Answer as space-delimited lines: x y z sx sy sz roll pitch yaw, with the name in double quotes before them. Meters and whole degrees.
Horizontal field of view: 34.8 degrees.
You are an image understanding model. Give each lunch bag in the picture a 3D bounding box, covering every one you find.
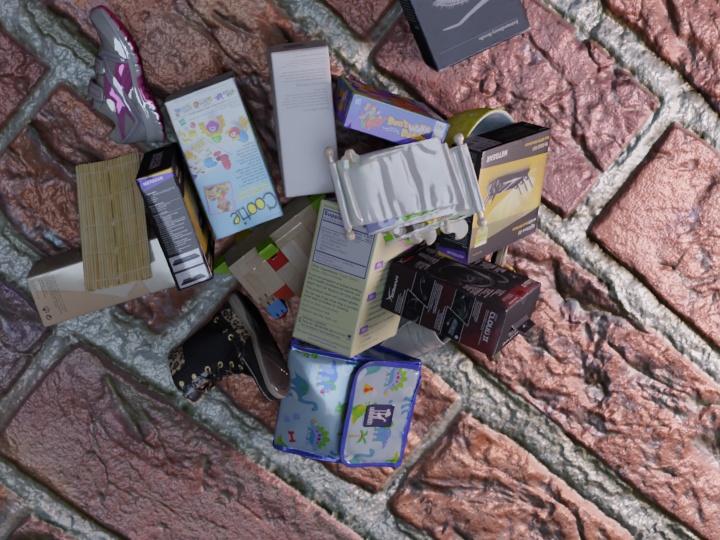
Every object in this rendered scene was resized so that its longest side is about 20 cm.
"lunch bag" -0.018 0.193 1.703 0.197 0.128 0.172 12 105 2

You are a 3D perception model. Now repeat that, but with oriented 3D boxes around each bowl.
"bowl" 0.133 -0.142 1.643 0.107 0.199 0.203 19 106 31

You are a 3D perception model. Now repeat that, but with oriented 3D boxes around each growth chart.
"growth chart" 0.060 -0.102 1.492 0.197 0.018 0.147 -8 104 5

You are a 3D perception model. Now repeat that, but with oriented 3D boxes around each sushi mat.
"sushi mat" -0.345 -0.068 1.600 0.094 0.012 0.202 -10 67 -1

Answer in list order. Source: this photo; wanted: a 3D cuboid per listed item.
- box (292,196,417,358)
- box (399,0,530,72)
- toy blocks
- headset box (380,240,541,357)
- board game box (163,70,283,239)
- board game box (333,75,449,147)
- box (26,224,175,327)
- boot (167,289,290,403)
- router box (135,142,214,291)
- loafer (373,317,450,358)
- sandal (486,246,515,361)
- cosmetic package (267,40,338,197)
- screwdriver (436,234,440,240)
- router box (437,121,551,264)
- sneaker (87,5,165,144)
"box" 0.000 0.000 1.631 0.096 0.176 0.202 19 105 20
"box" 0.126 -0.397 1.587 0.147 0.104 0.202 -23 107 -1
"toy blocks" -0.098 -0.011 1.679 0.199 0.100 0.137 -37 118 4
"headset box" 0.152 0.038 1.619 0.198 0.149 0.078 24 114 20
"board game box" -0.190 -0.163 1.611 0.104 0.103 0.202 -19 106 -2
"board game box" 0.036 -0.214 1.575 0.133 0.200 0.045 16 103 -11
"box" -0.364 0.004 1.641 0.198 0.095 0.079 -17 107 -1
"boot" -0.192 0.141 1.661 0.150 0.201 0.073 -37 142 9
"router box" -0.250 -0.078 1.569 0.052 0.200 0.159 -19 107 -1
"loafer" 0.100 0.087 1.732 0.199 0.070 0.070 -37 106 4
"sandal" 0.216 0.043 1.730 0.053 0.080 0.203 2 111 4
"cosmetic package" -0.080 -0.213 1.610 0.084 0.108 0.203 -8 108 -6
"screwdriver" 0.088 -0.056 1.644 0.028 0.199 0.029 -26 79 30
"router box" 0.187 -0.111 1.592 0.052 0.199 0.159 20 116 31
"sneaker" -0.337 -0.260 1.578 0.087 0.081 0.202 -19 106 -3
